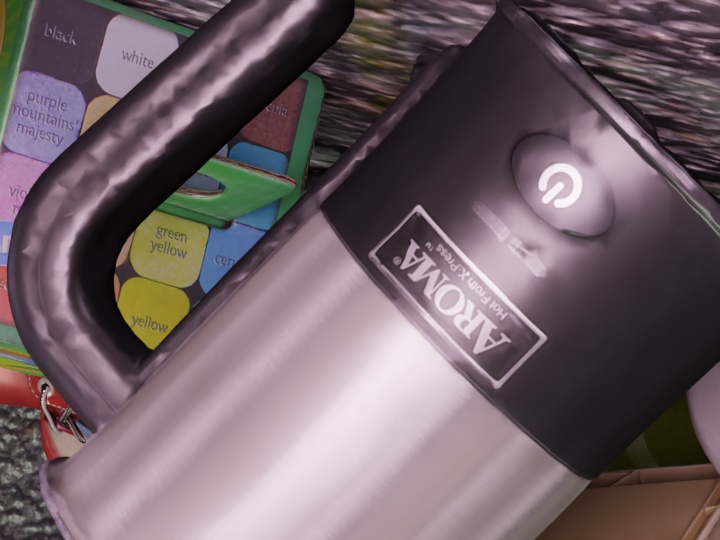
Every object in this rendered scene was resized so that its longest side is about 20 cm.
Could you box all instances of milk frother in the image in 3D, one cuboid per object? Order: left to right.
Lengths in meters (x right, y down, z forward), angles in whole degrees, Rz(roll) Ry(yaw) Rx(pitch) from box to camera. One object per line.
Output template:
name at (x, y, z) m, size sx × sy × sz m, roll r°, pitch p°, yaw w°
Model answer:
milk frother at (0.016, 0.022, 0.782) m, size 0.181 × 0.188 × 0.200 m, roll 49°, pitch -173°, yaw 29°

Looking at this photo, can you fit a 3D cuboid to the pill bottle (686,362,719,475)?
pill bottle at (0.213, 0.048, 0.930) m, size 0.113 × 0.113 × 0.200 m, roll 8°, pitch 172°, yaw 44°

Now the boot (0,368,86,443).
boot at (-0.104, 0.062, 1.059) m, size 0.199 × 0.145 × 0.072 m, roll -12°, pitch 154°, yaw 6°

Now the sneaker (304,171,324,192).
sneaker at (0.000, 0.000, 1.150) m, size 0.075 × 0.077 × 0.200 m, roll 13°, pitch 175°, yaw -3°

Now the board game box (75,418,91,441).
board game box at (0.011, 0.059, 0.912) m, size 0.062 × 0.200 × 0.200 m, roll 61°, pitch 178°, yaw -21°

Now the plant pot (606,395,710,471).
plant pot at (0.196, 0.095, 1.150) m, size 0.200 × 0.201 × 0.193 m, roll 8°, pitch 159°, yaw 46°

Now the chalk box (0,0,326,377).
chalk box at (-0.101, -0.025, 0.931) m, size 0.124 × 0.124 × 0.200 m, roll 18°, pitch 173°, yaw -32°

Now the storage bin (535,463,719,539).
storage bin at (0.032, 0.151, 0.911) m, size 0.199 × 0.094 × 0.199 m, roll -8°, pitch -160°, yaw 30°

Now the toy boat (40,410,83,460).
toy boat at (-0.070, 0.063, 1.266) m, size 0.130 × 0.200 × 0.131 m, roll 35°, pitch 144°, yaw 3°
